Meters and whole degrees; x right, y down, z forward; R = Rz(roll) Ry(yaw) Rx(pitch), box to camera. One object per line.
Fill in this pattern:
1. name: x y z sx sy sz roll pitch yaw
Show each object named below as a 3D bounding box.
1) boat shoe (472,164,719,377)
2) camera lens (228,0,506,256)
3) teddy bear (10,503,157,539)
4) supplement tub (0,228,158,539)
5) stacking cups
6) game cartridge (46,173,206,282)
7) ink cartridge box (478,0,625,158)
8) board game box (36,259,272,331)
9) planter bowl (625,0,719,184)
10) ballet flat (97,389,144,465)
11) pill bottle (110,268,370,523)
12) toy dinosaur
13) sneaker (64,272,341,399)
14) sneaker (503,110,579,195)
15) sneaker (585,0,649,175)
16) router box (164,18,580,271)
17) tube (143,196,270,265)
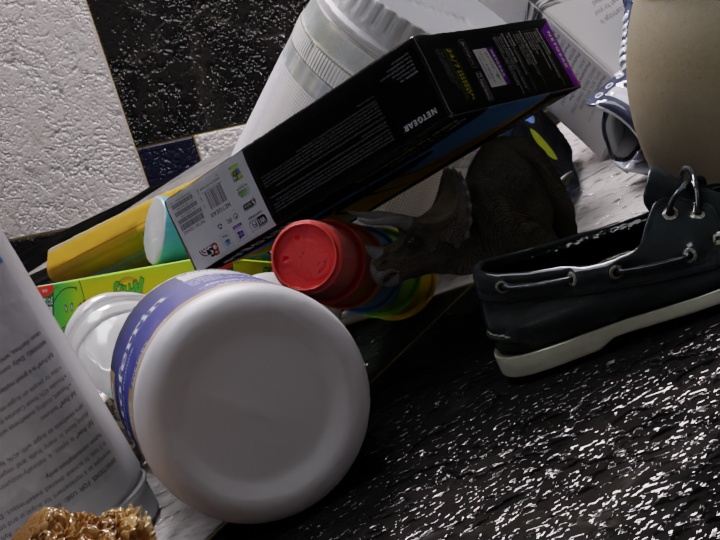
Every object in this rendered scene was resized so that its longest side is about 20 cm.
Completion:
1. boat shoe: 0.143 -0.016 0.729 0.199 0.066 0.075 -24 11 25
2. camera lens: 0.007 -0.097 1.059 0.201 0.159 0.160 -61 -4 24
3. teddy bear: -0.119 0.162 0.605 0.145 0.067 0.200 -50 16 -12
4. supplement tub: -0.215 0.080 0.850 0.131 0.201 0.132 -27 10 5
5. stacking cups: 0.000 0.000 0.896 0.060 0.061 0.200 -27 -7 10
6. game cartridge: -0.130 -0.012 1.268 0.199 0.033 0.176 -20 -27 38
7. ink cartridge box: 0.171 -0.203 1.168 0.146 0.200 0.084 -35 -17 -31
8. board game box: -0.149 0.027 1.167 0.199 0.048 0.101 -8 -9 41
9. planter bowl: 0.226 -0.137 0.835 0.200 0.135 0.200 -28 17 10
10. ballet flat: -0.214 0.129 0.996 0.200 0.072 0.072 -26 10 23
11. pill bottle: -0.072 0.059 0.810 0.115 0.116 0.200 -31 9 -11
12. toy dinosaur: 0.090 -0.036 0.870 0.077 0.103 0.200 -18 16 44
13. sneaker: -0.085 0.057 0.976 0.199 0.089 0.076 -7 -49 -37
14. sneaker: 0.111 -0.071 1.119 0.078 0.066 0.200 -39 8 14
15. sneaker: 0.193 -0.139 1.035 0.108 0.070 0.200 -31 38 5
16. router box: 0.007 -0.072 0.870 0.200 0.051 0.149 -29 -5 36
17. tube: -0.063 -0.023 1.166 0.199 0.051 0.077 4 -2 -24
